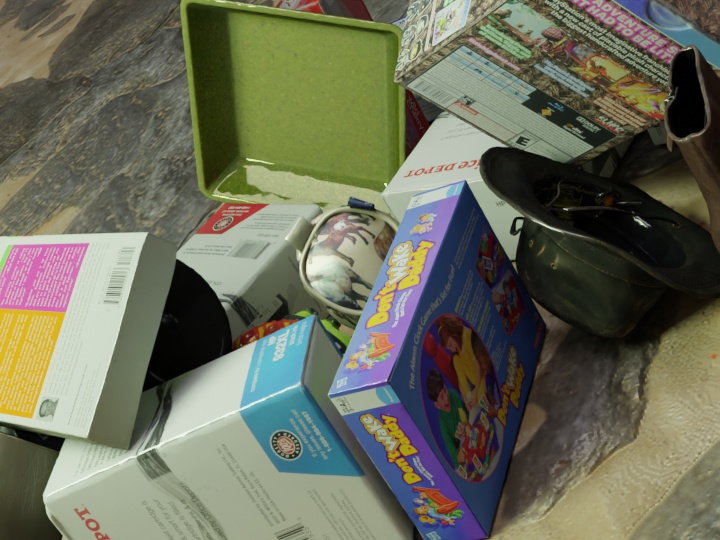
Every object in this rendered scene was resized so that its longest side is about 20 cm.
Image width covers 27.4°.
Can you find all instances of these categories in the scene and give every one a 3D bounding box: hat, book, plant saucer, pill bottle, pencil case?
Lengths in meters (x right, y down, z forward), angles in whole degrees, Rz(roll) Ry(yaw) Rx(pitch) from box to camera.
[{"bbox_3d":[0.157,-0.007,0.996,0.201,0.198,0.082,-115,44,-63],"label":"hat"},{"bbox_3d":[-0.206,0.041,0.992,0.199,0.048,0.136,1,73,49],"label":"book"},{"bbox_3d":[-0.048,-0.141,1.265,0.197,0.202,0.048,11,38,16],"label":"plant saucer"},{"bbox_3d":[-0.194,0.078,1.085,0.199,0.112,0.112,-34,21,37],"label":"pill bottle"},{"bbox_3d":[0.000,0.000,1.090,0.078,0.089,0.200,-48,-7,-2],"label":"pencil case"}]

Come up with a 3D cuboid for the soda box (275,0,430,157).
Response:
[{"bbox_3d":[-0.003,-0.161,1.313,0.063,0.201,0.070,-14,31,32],"label":"soda box"}]

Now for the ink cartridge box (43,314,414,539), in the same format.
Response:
[{"bbox_3d":[-0.082,0.141,0.965,0.198,0.146,0.084,-24,27,18],"label":"ink cartridge box"}]

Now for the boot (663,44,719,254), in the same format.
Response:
[{"bbox_3d":[0.247,-0.078,0.935,0.072,0.167,0.201,-21,29,27],"label":"boot"}]

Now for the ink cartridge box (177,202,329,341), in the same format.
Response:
[{"bbox_3d":[-0.118,0.038,1.243,0.143,0.084,0.200,4,43,50],"label":"ink cartridge box"}]

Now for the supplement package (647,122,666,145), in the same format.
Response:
[{"bbox_3d":[0.303,-0.191,1.114,0.198,0.120,0.122,-9,35,39],"label":"supplement package"}]

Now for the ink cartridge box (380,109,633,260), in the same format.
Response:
[{"bbox_3d":[0.130,-0.102,1.197,0.145,0.086,0.201,-5,40,44],"label":"ink cartridge box"}]

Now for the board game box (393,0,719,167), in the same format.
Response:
[{"bbox_3d":[0.146,-0.171,1.004,0.199,0.158,0.098,-28,43,51],"label":"board game box"}]

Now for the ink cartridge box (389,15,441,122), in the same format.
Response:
[{"bbox_3d":[0.085,-0.215,1.484,0.198,0.041,0.201,-19,30,27],"label":"ink cartridge box"}]

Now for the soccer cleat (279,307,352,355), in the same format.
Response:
[{"bbox_3d":[-0.022,0.083,1.091,0.082,0.067,0.199,-55,29,-8],"label":"soccer cleat"}]

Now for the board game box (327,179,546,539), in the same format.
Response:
[{"bbox_3d":[0.057,0.056,0.964,0.044,0.135,0.201,-15,32,30],"label":"board game box"}]

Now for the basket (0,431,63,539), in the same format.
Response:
[{"bbox_3d":[-0.271,0.206,0.990,0.179,0.135,0.203,8,76,48],"label":"basket"}]

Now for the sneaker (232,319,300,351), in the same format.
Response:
[{"bbox_3d":[-0.082,0.097,1.091,0.199,0.077,0.073,-33,22,41],"label":"sneaker"}]
